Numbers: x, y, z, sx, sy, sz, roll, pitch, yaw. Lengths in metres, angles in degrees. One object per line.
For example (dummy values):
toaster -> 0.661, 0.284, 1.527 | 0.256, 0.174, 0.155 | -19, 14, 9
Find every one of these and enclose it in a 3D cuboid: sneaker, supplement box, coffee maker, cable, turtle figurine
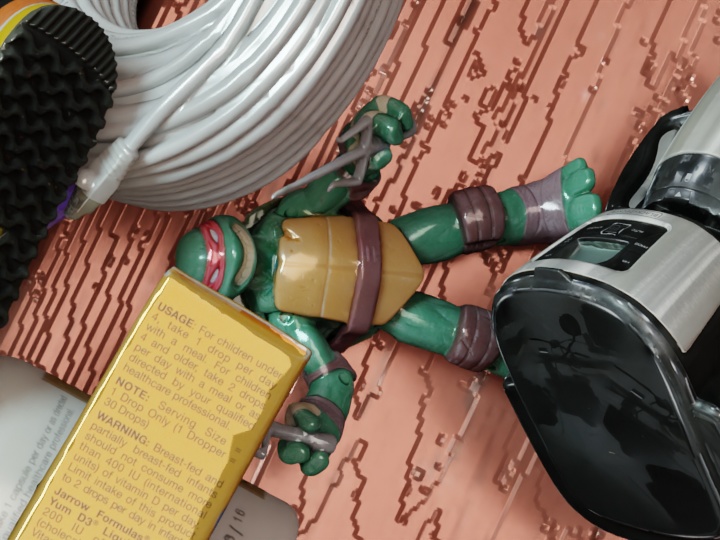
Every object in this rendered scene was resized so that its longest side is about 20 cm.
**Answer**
sneaker -> -0.170, -0.019, 1.031 | 0.070, 0.090, 0.201 | 32, 90, -43
supplement box -> -0.093, 0.100, 1.001 | 0.069, 0.067, 0.201 | 28, 85, -5
coffee maker -> 0.170, 0.020, 1.097 | 0.192, 0.135, 0.200 | 48, 62, -7
cable -> -0.067, -0.122, 1.091 | 0.199, 0.069, 0.201 | -32, 54, 16
turtle figurine -> 0.000, 0.000, 1.124 | 0.199, 0.101, 0.151 | 2, 102, -25

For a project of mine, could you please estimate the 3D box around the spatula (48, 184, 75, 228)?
spatula -> -0.085, -0.066, 1.156 | 0.199, 0.021, 0.057 | -26, 69, -13

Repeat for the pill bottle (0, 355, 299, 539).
pill bottle -> -0.134, 0.099, 1.087 | 0.199, 0.114, 0.115 | 29, 81, -5
